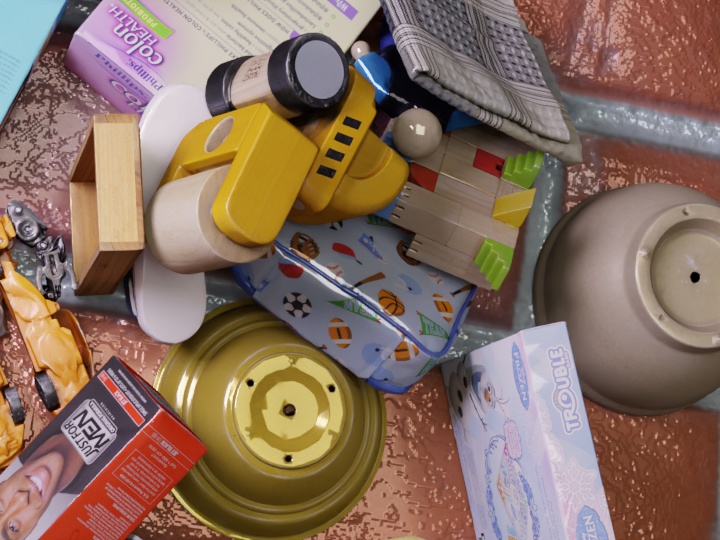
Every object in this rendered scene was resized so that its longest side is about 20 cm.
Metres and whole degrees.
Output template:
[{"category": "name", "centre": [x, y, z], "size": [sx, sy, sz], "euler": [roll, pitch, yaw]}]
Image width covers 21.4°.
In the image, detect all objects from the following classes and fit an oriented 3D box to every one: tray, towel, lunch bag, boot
[{"category": "tray", "centre": [-0.194, -0.046, 1.447], "size": [0.037, 0.200, 0.099], "euler": [-2, 81, -13]}, {"category": "towel", "centre": [0.093, -0.187, 1.551], "size": [0.199, 0.035, 0.193], "euler": [24, 34, -37]}, {"category": "lunch bag", "centre": [0.000, 0.000, 1.534], "size": [0.200, 0.076, 0.160], "euler": [38, 36, -8]}, {"category": "boot", "centre": [-0.156, -0.048, 1.489], "size": [0.072, 0.090, 0.201], "euler": [4, 98, -21]}]

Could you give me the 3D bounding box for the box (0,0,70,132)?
[{"category": "box", "centre": [-0.276, -0.179, 1.511], "size": [0.049, 0.082, 0.201], "euler": [27, 75, -9]}]

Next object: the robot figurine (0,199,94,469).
[{"category": "robot figurine", "centre": [-0.282, 0.047, 1.482], "size": [0.144, 0.058, 0.201], "euler": [-22, 87, -18]}]

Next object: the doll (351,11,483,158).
[{"category": "doll", "centre": [0.053, -0.156, 1.552], "size": [0.136, 0.049, 0.200], "euler": [23, 34, -11]}]

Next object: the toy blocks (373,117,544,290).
[{"category": "toy blocks", "centre": [0.066, -0.074, 1.553], "size": [0.136, 0.100, 0.200], "euler": [23, 41, -4]}]

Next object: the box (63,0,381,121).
[{"category": "box", "centre": [-0.109, -0.196, 1.552], "size": [0.176, 0.097, 0.200], "euler": [39, 72, -6]}]

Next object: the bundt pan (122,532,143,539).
[{"category": "bundt pan", "centre": [-0.184, 0.301, 1.407], "size": [0.076, 0.201, 0.203], "euler": [39, 69, -44]}]

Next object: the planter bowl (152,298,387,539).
[{"category": "planter bowl", "centre": [-0.064, 0.115, 1.515], "size": [0.199, 0.083, 0.202], "euler": [3, 80, -15]}]

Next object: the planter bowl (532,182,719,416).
[{"category": "planter bowl", "centre": [0.258, 0.015, 1.593], "size": [0.199, 0.135, 0.202], "euler": [3, 80, -14]}]

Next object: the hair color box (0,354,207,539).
[{"category": "hair color box", "centre": [-0.217, 0.170, 1.426], "size": [0.200, 0.101, 0.061], "euler": [-48, 126, -3]}]

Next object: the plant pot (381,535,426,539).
[{"category": "plant pot", "centre": [-0.007, 0.326, 1.445], "size": [0.194, 0.194, 0.201], "euler": [-9, 92, -16]}]

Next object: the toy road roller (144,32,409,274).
[{"category": "toy road roller", "centre": [-0.053, -0.067, 1.408], "size": [0.146, 0.123, 0.201], "euler": [39, 64, -25]}]

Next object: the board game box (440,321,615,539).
[{"category": "board game box", "centre": [0.131, 0.154, 1.500], "size": [0.043, 0.199, 0.201], "euler": [-10, 83, -16]}]
